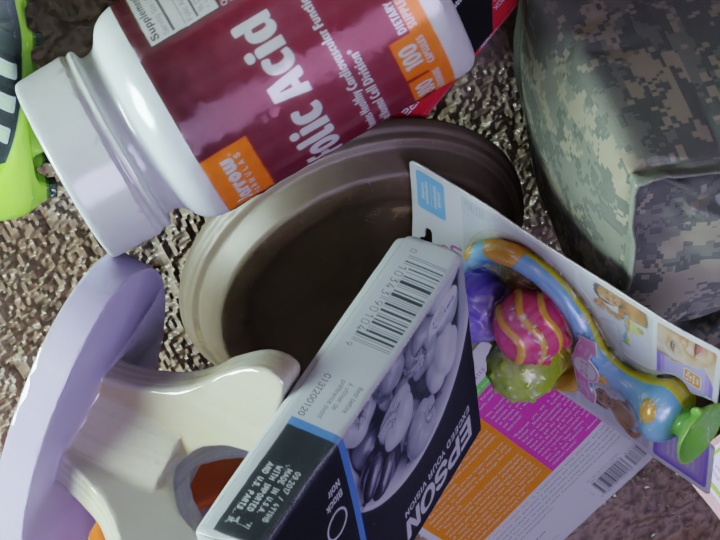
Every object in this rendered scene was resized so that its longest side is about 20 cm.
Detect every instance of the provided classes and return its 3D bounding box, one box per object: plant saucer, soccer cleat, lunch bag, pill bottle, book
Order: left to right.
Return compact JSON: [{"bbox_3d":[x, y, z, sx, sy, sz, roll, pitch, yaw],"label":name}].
[{"bbox_3d":[-0.196,-0.109,1.286,0.081,0.068,0.201,-7,124,-8],"label":"soccer cleat"},{"bbox_3d":[-0.056,-0.097,1.253,0.199,0.114,0.114,-30,126,0],"label":"pill bottle"},{"bbox_3d":[0.000,0.000,1.420,0.199,0.030,0.201,-16,140,-13],"label":"plant saucer"},{"bbox_3d":[0.080,0.100,1.513,0.134,0.048,0.200,-43,139,7],"label":"book"},{"bbox_3d":[0.152,-0.049,1.367,0.117,0.165,0.200,-13,143,-12],"label":"lunch bag"}]

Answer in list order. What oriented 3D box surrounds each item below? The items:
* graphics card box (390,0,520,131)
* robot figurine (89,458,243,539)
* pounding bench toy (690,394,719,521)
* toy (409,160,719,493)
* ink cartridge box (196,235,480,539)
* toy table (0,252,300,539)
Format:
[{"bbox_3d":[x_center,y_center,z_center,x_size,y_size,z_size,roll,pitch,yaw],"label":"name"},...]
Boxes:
[{"bbox_3d":[-0.012,-0.171,1.326,0.200,0.051,0.126,30,107,-34],"label":"graphics card box"},{"bbox_3d":[-0.081,0.176,1.434,0.116,0.144,0.201,-20,81,-2],"label":"robot figurine"},{"bbox_3d":[0.230,0.067,1.512,0.124,0.156,0.200,-38,107,6],"label":"pounding bench toy"},{"bbox_3d":[0.092,0.038,1.335,0.047,0.199,0.115,-44,150,-29],"label":"toy"},{"bbox_3d":[-0.002,0.119,1.310,0.198,0.043,0.201,-56,154,-32],"label":"ink cartridge box"},{"bbox_3d":[-0.099,0.096,1.308,0.184,0.117,0.201,-53,163,-37],"label":"toy table"}]
